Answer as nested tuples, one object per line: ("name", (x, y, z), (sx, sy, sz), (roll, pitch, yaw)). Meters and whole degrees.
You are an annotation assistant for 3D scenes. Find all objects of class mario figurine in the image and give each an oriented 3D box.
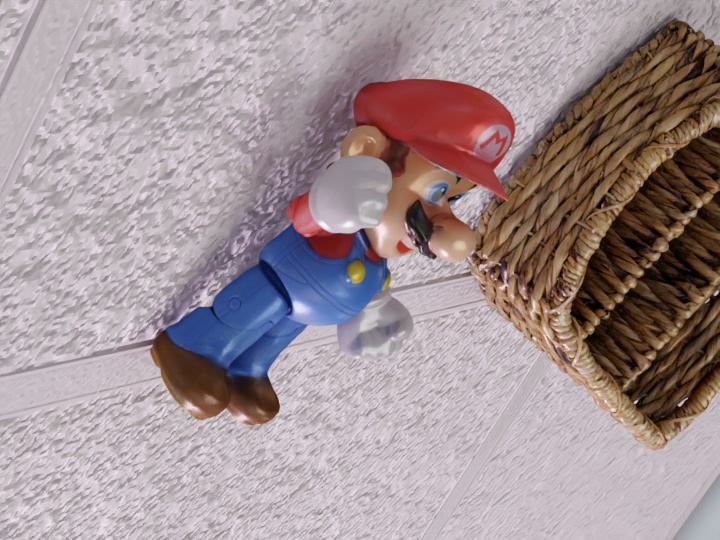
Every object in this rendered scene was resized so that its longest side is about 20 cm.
("mario figurine", (0.000, 0.000, 0.895), (0.200, 0.106, 0.124), (-46, -167, 14))

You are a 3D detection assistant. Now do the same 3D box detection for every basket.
("basket", (0.179, -0.024, 1.130), (0.200, 0.149, 0.143), (-45, 157, -6))
